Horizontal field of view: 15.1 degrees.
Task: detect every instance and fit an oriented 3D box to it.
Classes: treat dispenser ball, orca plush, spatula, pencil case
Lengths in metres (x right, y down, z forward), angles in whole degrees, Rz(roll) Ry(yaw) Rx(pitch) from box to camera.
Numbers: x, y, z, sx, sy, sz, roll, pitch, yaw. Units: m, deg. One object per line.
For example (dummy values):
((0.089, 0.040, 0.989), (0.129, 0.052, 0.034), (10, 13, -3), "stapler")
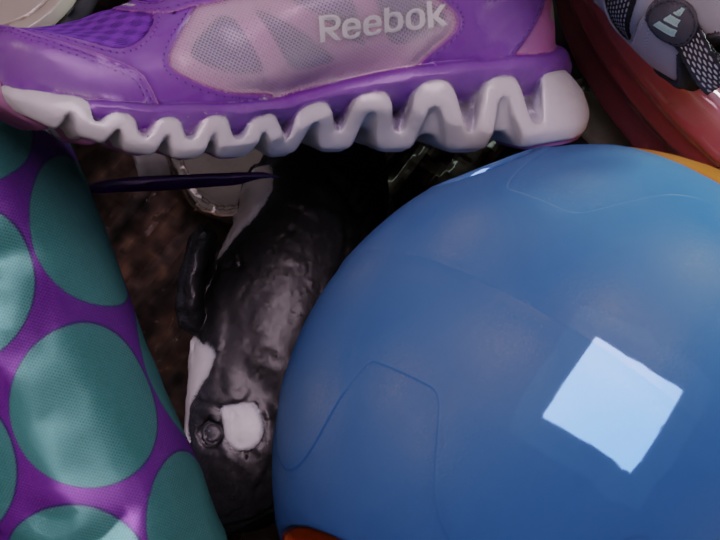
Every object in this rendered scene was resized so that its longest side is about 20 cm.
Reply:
((0.072, 0.061, 0.842), (0.200, 0.201, 0.202), (1, 65, -2), "treat dispenser ball")
((0.000, 0.000, 0.946), (0.071, 0.105, 0.200), (1, 45, 29), "orca plush")
((-0.078, -0.047, 0.943), (0.056, 0.200, 0.021), (-3, 107, -18), "spatula")
((-0.110, 0.039, 0.877), (0.092, 0.085, 0.201), (-23, 90, -26), "pencil case")

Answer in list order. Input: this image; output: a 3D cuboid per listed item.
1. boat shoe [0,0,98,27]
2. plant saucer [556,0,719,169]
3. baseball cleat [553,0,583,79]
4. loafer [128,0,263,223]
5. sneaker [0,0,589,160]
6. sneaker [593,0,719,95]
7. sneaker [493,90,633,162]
((-0.108, -0.118, 0.981), (0.072, 0.063, 0.200), (-14, 34, 7), "boat shoe")
((0.143, -0.081, 0.980), (0.200, 0.051, 0.201), (26, 40, -24), "plant saucer")
((0.000, -0.116, 1.035), (0.200, 0.070, 0.106), (40, 84, 20), "baseball cleat")
((-0.057, -0.116, 0.982), (0.072, 0.063, 0.201), (-1, 93, 15), "loafer")
((-0.023, -0.081, 0.851), (0.199, 0.080, 0.089), (-4, 101, -21), "sneaker")
((0.116, -0.111, 0.888), (0.140, 0.078, 0.200), (52, 33, -7), "sneaker")
((0.110, 0.031, 0.964), (0.084, 0.075, 0.200), (-38, 66, -12), "sneaker")
